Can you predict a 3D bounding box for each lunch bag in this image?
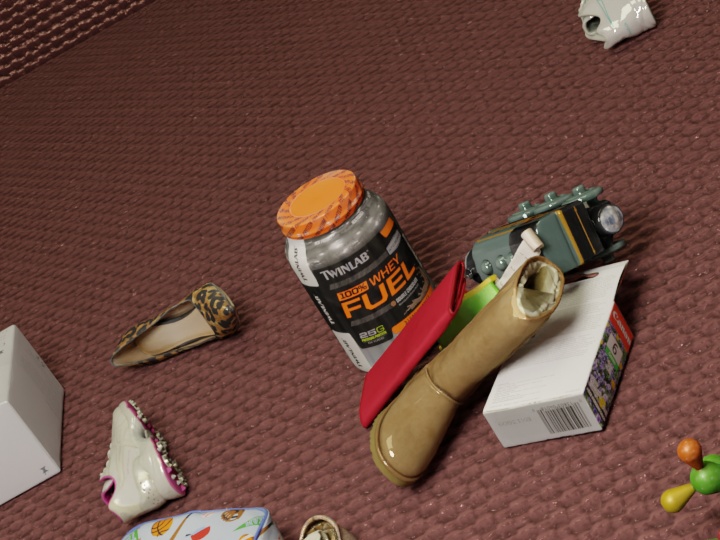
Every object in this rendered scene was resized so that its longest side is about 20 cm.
[{"bbox_3d":[-0.167,0.306,1.593,0.199,0.076,0.161,-16,33,28],"label":"lunch bag"}]

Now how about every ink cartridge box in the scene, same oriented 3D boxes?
[{"bbox_3d":[0.199,0.078,1.616,0.109,0.050,0.200,-15,30,33],"label":"ink cartridge box"}]

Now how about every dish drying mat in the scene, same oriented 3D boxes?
[{"bbox_3d":[0.052,0.077,1.690,0.200,0.018,0.077,-53,15,41],"label":"dish drying mat"}]

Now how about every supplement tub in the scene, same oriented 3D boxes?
[{"bbox_3d":[0.000,0.000,1.795,0.122,0.200,0.123,-25,27,14],"label":"supplement tub"}]

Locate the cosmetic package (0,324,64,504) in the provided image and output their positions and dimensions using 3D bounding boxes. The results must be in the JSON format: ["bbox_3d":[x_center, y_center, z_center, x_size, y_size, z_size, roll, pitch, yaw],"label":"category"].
[{"bbox_3d":[-0.478,0.200,2.060,0.199,0.123,0.200,-30,28,5],"label":"cosmetic package"}]

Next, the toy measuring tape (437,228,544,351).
[{"bbox_3d":[0.119,0.034,1.675,0.074,0.073,0.200,-56,-4,-40],"label":"toy measuring tape"}]

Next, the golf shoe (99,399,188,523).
[{"bbox_3d":[-0.257,0.209,1.862,0.091,0.075,0.200,-37,25,-4],"label":"golf shoe"}]

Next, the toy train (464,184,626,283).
[{"bbox_3d":[0.184,-0.029,1.724,0.114,0.086,0.200,-25,4,-27],"label":"toy train"}]

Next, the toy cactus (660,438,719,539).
[{"bbox_3d":[0.334,0.159,1.301,0.165,0.103,0.200,13,41,43],"label":"toy cactus"}]

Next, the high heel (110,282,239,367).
[{"bbox_3d":[-0.225,0.079,2.038,0.142,0.072,0.200,-34,9,-18],"label":"high heel"}]

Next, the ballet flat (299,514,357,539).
[{"bbox_3d":[-0.037,0.290,1.486,0.068,0.067,0.200,-26,27,12],"label":"ballet flat"}]

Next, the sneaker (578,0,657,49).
[{"bbox_3d":[0.315,-0.349,2.206,0.080,0.071,0.200,-33,27,3],"label":"sneaker"}]

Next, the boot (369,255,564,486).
[{"bbox_3d":[0.099,0.092,1.585,0.200,0.066,0.175,-47,11,38],"label":"boot"}]
